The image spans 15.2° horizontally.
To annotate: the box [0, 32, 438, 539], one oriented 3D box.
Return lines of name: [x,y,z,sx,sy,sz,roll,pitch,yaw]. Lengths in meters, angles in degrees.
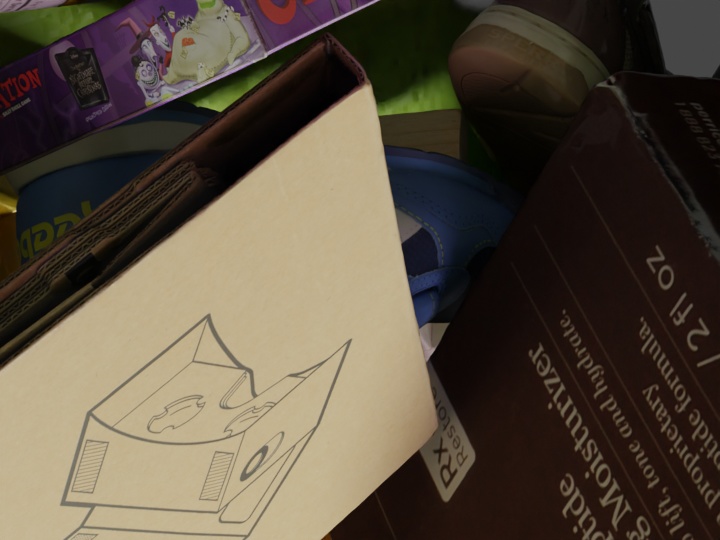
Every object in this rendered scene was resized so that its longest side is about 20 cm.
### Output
box: [-0.052,0.045,0.697,0.163,0.021,0.200,-39,153,-14]

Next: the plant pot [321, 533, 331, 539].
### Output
plant pot: [-0.069,0.149,0.970,0.183,0.200,0.200,15,141,-23]

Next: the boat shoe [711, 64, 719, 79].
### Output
boat shoe: [0.182,-0.075,0.875,0.202,0.074,0.065,-51,151,13]

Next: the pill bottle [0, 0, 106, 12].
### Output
pill bottle: [-0.105,-0.109,0.619,0.200,0.104,0.104,-9,152,-24]

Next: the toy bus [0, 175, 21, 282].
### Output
toy bus: [-0.139,0.051,0.791,0.136,0.192,0.200,-30,151,31]

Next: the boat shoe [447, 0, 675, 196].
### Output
boat shoe: [0.074,-0.052,0.885,0.065,0.072,0.200,-55,162,-9]

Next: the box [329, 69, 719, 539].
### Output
box: [0.123,0.071,0.796,0.164,0.166,0.200,1,135,-33]

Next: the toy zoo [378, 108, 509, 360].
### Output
toy zoo: [0.000,0.000,0.938,0.131,0.020,0.200,-4,157,17]

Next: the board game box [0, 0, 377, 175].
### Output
board game box: [-0.005,-0.079,0.697,0.120,0.032,0.200,-14,-169,43]

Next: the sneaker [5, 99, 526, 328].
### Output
sneaker: [-0.021,0.005,0.807,0.200,0.082,0.074,7,157,-39]
